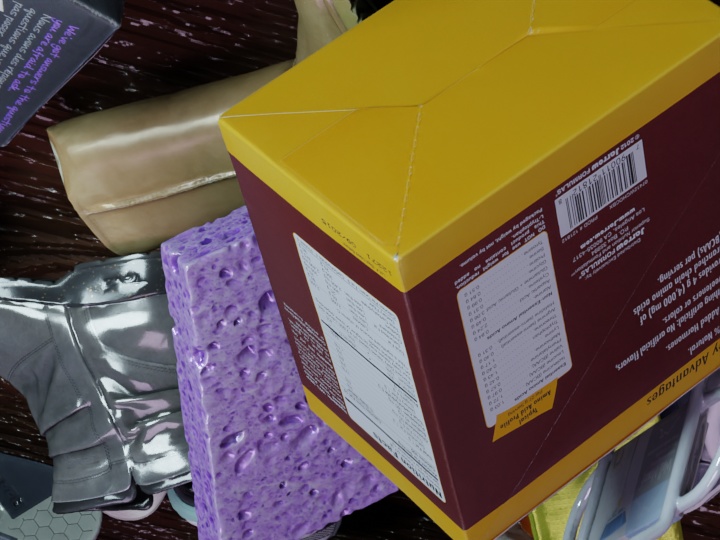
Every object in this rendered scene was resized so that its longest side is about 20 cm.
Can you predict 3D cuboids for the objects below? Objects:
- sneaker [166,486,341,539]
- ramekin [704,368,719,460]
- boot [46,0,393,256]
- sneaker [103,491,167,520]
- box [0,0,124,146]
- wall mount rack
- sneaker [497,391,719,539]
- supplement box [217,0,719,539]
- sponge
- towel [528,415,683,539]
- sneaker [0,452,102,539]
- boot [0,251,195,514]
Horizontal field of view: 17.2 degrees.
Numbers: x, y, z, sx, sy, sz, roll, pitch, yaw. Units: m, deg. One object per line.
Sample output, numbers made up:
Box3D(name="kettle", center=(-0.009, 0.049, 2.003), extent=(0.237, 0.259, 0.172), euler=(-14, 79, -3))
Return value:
Box3D(name="sneaker", center=(-0.010, 0.109, 1.396), extent=(0.199, 0.078, 0.140), euler=(-15, 158, 1))
Box3D(name="ramekin", center=(0.269, 0.030, 1.243), extent=(0.199, 0.098, 0.201), euler=(-5, 143, -4))
Box3D(name="boot", center=(-0.065, -0.083, 1.165), extent=(0.199, 0.066, 0.175), euler=(-13, 137, 19))
Box3D(name="sneaker", center=(-0.137, 0.091, 1.364), extent=(0.075, 0.081, 0.201), euler=(3, 141, -4))
Box3D(name="box", center=(-0.205, -0.164, 1.028), extent=(0.199, 0.123, 0.106), euler=(27, 135, -27))
Box3D(name="wall mount rack", center=(0.112, 0.121, 1.208), extent=(0.074, 0.175, 0.200), euler=(24, 153, -9))
Box3D(name="sneaker", center=(0.143, 0.119, 1.367), extent=(0.079, 0.079, 0.200), euler=(-13, 160, -48))
Box3D(name="supplement box", center=(0.069, -0.019, 1.100), extent=(0.197, 0.133, 0.201), euler=(-35, 138, -19))
Box3D(name="sponge", center=(-0.037, 0.053, 1.193), extent=(0.111, 0.030, 0.201), euler=(-24, 129, -25))
Box3D(name="towel", center=(0.120, 0.071, 1.305), extent=(0.085, 0.018, 0.201), euler=(-8, 111, 13))
Box3D(name="sneaker", center=(-0.259, 0.143, 1.432), extent=(0.201, 0.077, 0.146), euler=(26, 153, -1))
Box3D(name="boot", center=(-0.167, 0.067, 1.254), extent=(0.199, 0.133, 0.070), euler=(-9, 178, 23))
